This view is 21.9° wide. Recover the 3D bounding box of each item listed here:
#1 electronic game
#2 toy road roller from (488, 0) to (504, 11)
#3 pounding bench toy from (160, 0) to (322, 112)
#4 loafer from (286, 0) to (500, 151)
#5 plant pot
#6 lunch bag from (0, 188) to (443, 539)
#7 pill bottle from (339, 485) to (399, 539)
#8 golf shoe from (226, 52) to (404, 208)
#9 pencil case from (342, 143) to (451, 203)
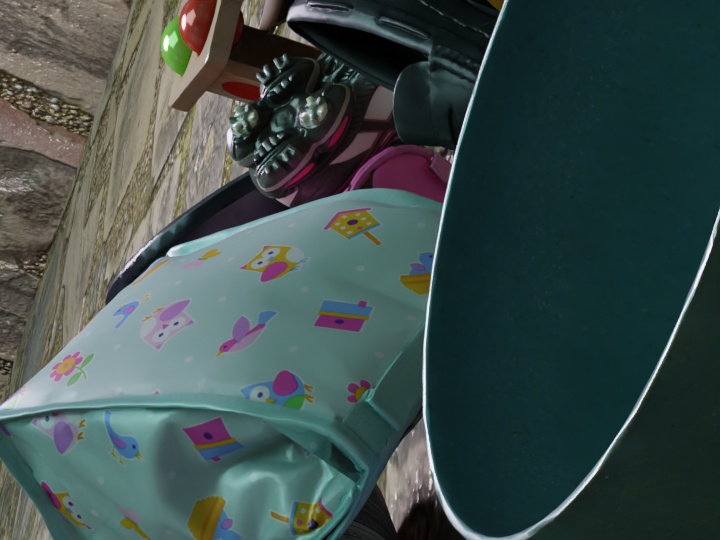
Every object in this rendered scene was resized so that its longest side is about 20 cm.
[{"bbox_3d":[-0.069,-0.025,1.152,0.042,0.199,0.200,58,151,10],"label":"electronic game"},{"bbox_3d":[0.079,-0.205,0.814,0.145,0.200,0.124,3,60,35],"label":"toy road roller"},{"bbox_3d":[-0.050,-0.152,1.206,0.200,0.155,0.125,154,130,-72],"label":"pounding bench toy"},{"bbox_3d":[0.046,-0.075,0.778,0.070,0.068,0.200,-42,55,-9],"label":"loafer"},{"bbox_3d":[0.113,-0.013,0.481,0.200,0.134,0.202,-165,90,-76],"label":"plant pot"},{"bbox_3d":[-0.037,0.052,0.837,0.199,0.123,0.170,-12,24,37],"label":"lunch bag"},{"bbox_3d":[-0.027,0.168,0.879,0.200,0.115,0.117,-114,41,-68],"label":"pill bottle"},{"bbox_3d":[0.017,-0.113,1.029,0.200,0.088,0.077,-41,53,9],"label":"golf shoe"},{"bbox_3d":[0.000,0.000,1.019,0.094,0.091,0.200,-44,1,-27],"label":"pencil case"}]
